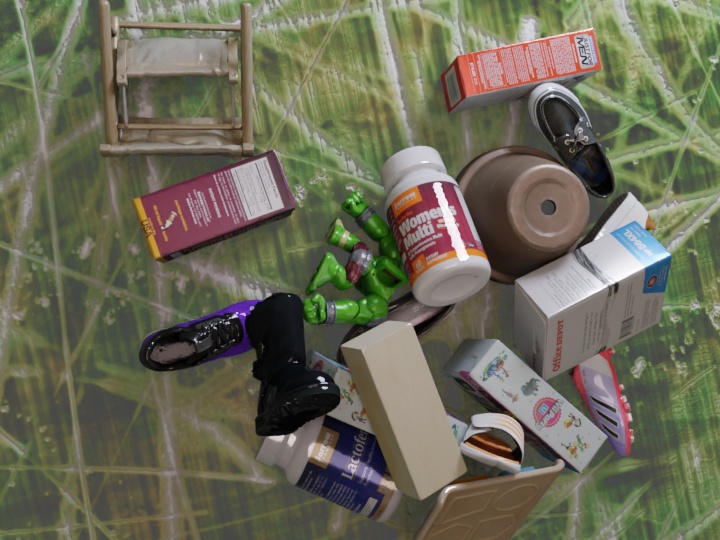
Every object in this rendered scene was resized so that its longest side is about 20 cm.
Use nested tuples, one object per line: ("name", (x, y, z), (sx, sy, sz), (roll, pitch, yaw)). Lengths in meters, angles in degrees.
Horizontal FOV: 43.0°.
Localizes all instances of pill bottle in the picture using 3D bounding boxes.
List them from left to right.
("pill bottle", (-0.036, 0.254, 1.248), (0.198, 0.116, 0.117), (23, 87, -4))
("pill bottle", (0.096, -0.062, 1.237), (0.108, 0.110, 0.201), (-14, 62, -7))

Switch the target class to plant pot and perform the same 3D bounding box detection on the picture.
("plant pot", (0.232, -0.082, 1.257), (0.198, 0.175, 0.203), (0, 88, -7))

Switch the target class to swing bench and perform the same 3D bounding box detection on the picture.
("swing bench", (-0.243, -0.248, 1.226), (0.197, 0.130, 0.202), (0, 95, -8))

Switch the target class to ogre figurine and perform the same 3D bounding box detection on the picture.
("ogre figurine", (0.000, 0.000, 1.261), (0.119, 0.098, 0.201), (27, 43, -11))

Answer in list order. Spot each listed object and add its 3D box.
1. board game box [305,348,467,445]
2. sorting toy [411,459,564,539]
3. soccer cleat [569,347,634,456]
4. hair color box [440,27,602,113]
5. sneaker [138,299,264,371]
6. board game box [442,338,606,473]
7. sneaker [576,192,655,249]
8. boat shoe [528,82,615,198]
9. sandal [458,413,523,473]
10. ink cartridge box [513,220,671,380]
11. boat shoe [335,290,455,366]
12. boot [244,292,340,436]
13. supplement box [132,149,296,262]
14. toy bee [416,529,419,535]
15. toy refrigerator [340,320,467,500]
("board game box", (0.024, 0.181, 1.223), (0.199, 0.147, 0.065), (25, 87, -19))
("sorting toy", (0.153, 0.314, 1.194), (0.198, 0.186, 0.037), (-8, 50, -27))
("soccer cleat", (0.345, 0.173, 1.329), (0.076, 0.067, 0.202), (-14, 93, 15))
("hair color box", (0.223, -0.280, 1.288), (0.198, 0.111, 0.065), (-12, 90, -8))
("sneaker", (-0.204, 0.095, 1.237), (0.198, 0.100, 0.070), (-19, 93, -7))
("board game box", (0.221, 0.181, 1.258), (0.200, 0.148, 0.064), (40, 82, -5))
("sneaker", (0.353, -0.013, 1.320), (0.085, 0.073, 0.200), (42, 86, -7))
("boat shoe", (0.304, -0.180, 1.280), (0.068, 0.057, 0.200), (-36, 125, 12))
("sandal", (0.172, 0.212, 1.181), (0.078, 0.207, 0.060), (19, 90, 6))
("ink cartridge box", (0.311, 0.043, 1.243), (0.199, 0.147, 0.085), (-24, 50, -12))
("boat shoe", (0.052, 0.076, 1.290), (0.199, 0.057, 0.067), (-33, 95, -6))
("boot", (-0.091, 0.104, 1.137), (0.076, 0.200, 0.170), (2, 68, -23))
("supplement box", (-0.195, -0.085, 1.235), (0.198, 0.110, 0.086), (-21, 92, -7))
("toy bee", (0.111, 0.437, 1.270), (0.130, 0.109, 0.201), (30, 86, -8))
("toy refrigerator", (0.052, 0.169, 1.120), (0.075, 0.070, 0.202), (-26, 101, -23))
